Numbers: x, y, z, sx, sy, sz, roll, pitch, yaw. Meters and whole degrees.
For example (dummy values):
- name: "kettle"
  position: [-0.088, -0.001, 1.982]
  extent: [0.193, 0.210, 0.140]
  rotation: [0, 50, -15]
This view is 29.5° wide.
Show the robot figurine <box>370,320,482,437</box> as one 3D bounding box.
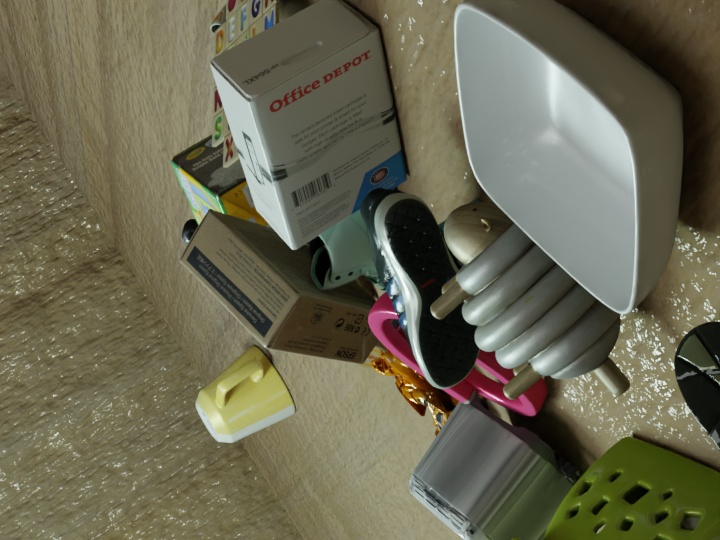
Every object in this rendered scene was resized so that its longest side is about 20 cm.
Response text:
- name: "robot figurine"
  position: [0.080, 0.132, 1.612]
  extent: [0.200, 0.058, 0.146]
  rotation: [45, 160, 41]

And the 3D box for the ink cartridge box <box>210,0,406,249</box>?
- name: "ink cartridge box"
  position: [-0.046, -0.143, 1.326]
  extent: [0.084, 0.145, 0.201]
  rotation: [45, 159, 39]

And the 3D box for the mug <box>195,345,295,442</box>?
- name: "mug"
  position: [-0.230, 0.231, 2.555]
  extent: [0.149, 0.152, 0.188]
  rotation: [39, 155, 50]

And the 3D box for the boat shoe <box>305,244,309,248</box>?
- name: "boat shoe"
  position: [-0.058, -0.089, 1.599]
  extent: [0.200, 0.071, 0.070]
  rotation: [43, 140, 10]

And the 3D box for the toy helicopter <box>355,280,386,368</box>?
- name: "toy helicopter"
  position: [-0.034, 0.067, 1.743]
  extent: [0.200, 0.131, 0.079]
  rotation: [49, -158, -39]

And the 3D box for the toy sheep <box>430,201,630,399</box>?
- name: "toy sheep"
  position: [0.143, 0.025, 1.100]
  extent: [0.200, 0.138, 0.138]
  rotation: [46, 164, -4]

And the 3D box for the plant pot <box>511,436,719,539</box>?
- name: "plant pot"
  position: [0.250, 0.288, 1.170]
  extent: [0.201, 0.180, 0.199]
  rotation: [64, 164, -17]

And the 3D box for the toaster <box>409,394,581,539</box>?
- name: "toaster"
  position: [0.143, 0.227, 1.433]
  extent: [0.114, 0.130, 0.200]
  rotation: [43, 174, -32]

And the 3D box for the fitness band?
- name: "fitness band"
  position: [0.097, 0.087, 1.377]
  extent: [0.199, 0.038, 0.144]
  rotation: [34, 162, -9]

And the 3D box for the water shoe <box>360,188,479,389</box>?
- name: "water shoe"
  position: [0.057, 0.013, 1.274]
  extent: [0.079, 0.071, 0.202]
  rotation: [36, 147, 62]

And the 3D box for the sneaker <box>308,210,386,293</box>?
- name: "sneaker"
  position: [0.000, 0.000, 1.502]
  extent: [0.074, 0.118, 0.202]
  rotation: [39, 157, 44]

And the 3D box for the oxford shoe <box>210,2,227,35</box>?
- name: "oxford shoe"
  position: [-0.105, -0.214, 1.537]
  extent: [0.201, 0.057, 0.075]
  rotation: [57, 162, 0]

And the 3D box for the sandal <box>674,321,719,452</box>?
- name: "sandal"
  position: [0.293, 0.129, 0.974]
  extent: [0.079, 0.057, 0.203]
  rotation: [-29, 73, 34]

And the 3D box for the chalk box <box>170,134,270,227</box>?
- name: "chalk box"
  position: [-0.154, -0.107, 1.760]
  extent: [0.200, 0.124, 0.125]
  rotation: [37, 154, 54]

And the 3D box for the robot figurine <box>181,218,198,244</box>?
- name: "robot figurine"
  position: [-0.161, -0.025, 1.889]
  extent: [0.151, 0.124, 0.200]
  rotation: [60, -178, -16]

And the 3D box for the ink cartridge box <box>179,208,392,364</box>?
- name: "ink cartridge box"
  position: [-0.081, 0.022, 1.531]
  extent: [0.165, 0.075, 0.199]
  rotation: [41, -166, 32]

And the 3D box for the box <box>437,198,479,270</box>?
- name: "box"
  position: [0.096, 0.004, 1.344]
  extent: [0.083, 0.049, 0.200]
  rotation: [56, 164, 7]

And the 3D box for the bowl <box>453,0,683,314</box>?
- name: "bowl"
  position: [0.152, -0.094, 0.951]
  extent: [0.200, 0.074, 0.201]
  rotation: [46, 161, 36]

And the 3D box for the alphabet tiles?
- name: "alphabet tiles"
  position: [-0.121, -0.217, 1.425]
  extent: [0.166, 0.006, 0.202]
  rotation: [-24, 63, 60]
